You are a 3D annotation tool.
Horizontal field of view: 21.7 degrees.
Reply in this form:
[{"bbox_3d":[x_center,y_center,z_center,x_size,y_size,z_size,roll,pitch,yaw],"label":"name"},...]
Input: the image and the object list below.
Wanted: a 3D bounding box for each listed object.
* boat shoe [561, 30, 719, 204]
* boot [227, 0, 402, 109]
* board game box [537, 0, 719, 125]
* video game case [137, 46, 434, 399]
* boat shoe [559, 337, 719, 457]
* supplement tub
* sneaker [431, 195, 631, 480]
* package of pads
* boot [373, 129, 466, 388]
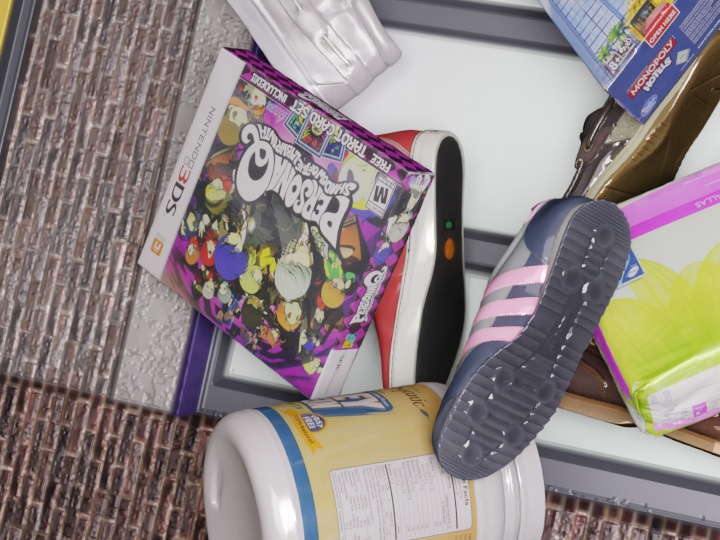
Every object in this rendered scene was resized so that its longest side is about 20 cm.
[{"bbox_3d":[0.187,-0.088,1.318,0.065,0.073,0.201,38,95,38],"label":"boat shoe"},{"bbox_3d":[-0.050,-0.214,1.408,0.095,0.074,0.201,-34,82,2],"label":"boot"},{"bbox_3d":[0.181,-0.236,1.302,0.201,0.062,0.200,-52,49,5],"label":"board game box"},{"bbox_3d":[-0.058,-0.036,1.345,0.199,0.036,0.183,36,112,32],"label":"video game case"},{"bbox_3d":[0.225,0.085,1.273,0.198,0.070,0.071,18,91,18],"label":"boat shoe"},{"bbox_3d":[0.008,0.153,1.250,0.198,0.145,0.146,-7,77,-23],"label":"supplement tub"},{"bbox_3d":[0.100,0.042,1.217,0.201,0.070,0.082,-57,27,-8],"label":"sneaker"},{"bbox_3d":[0.245,0.008,1.239,0.198,0.068,0.155,-23,52,1],"label":"package of pads"},{"bbox_3d":[0.000,0.000,1.361,0.143,0.072,0.202,1,87,29],"label":"boot"}]
